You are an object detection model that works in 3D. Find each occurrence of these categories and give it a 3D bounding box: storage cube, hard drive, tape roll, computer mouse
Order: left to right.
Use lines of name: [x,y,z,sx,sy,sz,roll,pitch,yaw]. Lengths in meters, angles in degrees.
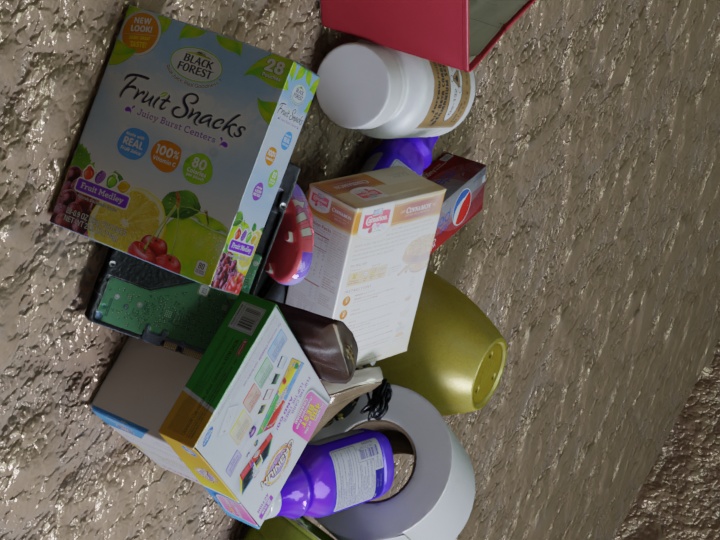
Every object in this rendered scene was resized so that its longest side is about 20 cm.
hard drive: [-0.154,-0.027,1.442,0.201,0.139,0.038,-70,-163,0]
computer mouse: [0.016,0.075,1.880,0.110,0.044,0.201,-16,100,-81]
tape roll: [0.033,0.257,1.968,0.203,0.202,0.139,-63,156,-14]
storage cube: [0.073,-0.339,1.599,0.171,0.179,0.200,-49,148,-37]

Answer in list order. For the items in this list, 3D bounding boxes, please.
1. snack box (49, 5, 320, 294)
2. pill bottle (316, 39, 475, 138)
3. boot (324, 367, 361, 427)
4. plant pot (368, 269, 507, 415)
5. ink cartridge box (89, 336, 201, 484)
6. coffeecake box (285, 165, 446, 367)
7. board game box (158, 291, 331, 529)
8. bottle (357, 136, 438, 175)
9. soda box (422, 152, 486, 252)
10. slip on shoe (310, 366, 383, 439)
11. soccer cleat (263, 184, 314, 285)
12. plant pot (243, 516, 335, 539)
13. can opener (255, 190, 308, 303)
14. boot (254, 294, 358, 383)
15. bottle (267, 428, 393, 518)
snack box: [-0.149,-0.103,1.334,0.201,0.168,0.068,-70,159,-1]
pill bottle: [0.037,-0.201,1.713,0.200,0.114,0.115,-12,120,-62]
boot: [-0.062,0.145,1.843,0.200,0.073,0.151,-65,156,-22]
plant pot: [0.109,0.114,2.084,0.200,0.142,0.201,-45,147,-41]
ink cartridge box: [-0.152,0.139,1.572,0.126,0.128,0.200,-63,155,-16]
coffeecake box: [0.000,0.000,1.694,0.153,0.073,0.201,-15,125,-49]
board game box: [-0.102,0.134,1.467,0.153,0.040,0.200,-60,153,-21]
bottle: [0.031,-0.106,1.822,0.200,0.065,0.084,-56,-174,-28]
soda box: [0.084,-0.074,1.977,0.200,0.063,0.070,-39,141,-48]
slip on shoe: [-0.066,0.159,1.714,0.076,0.199,0.061,143,-73,-83]
soccer cleat: [-0.069,-0.045,1.535,0.076,0.200,0.067,23,110,-28]
plant pot: [-0.090,0.402,1.872,0.193,0.200,0.200,-53,154,-6]
can opener: [-0.076,-0.005,1.709,0.200,0.053,0.067,-58,155,-22]
boot: [-0.094,0.031,1.517,0.064,0.200,0.187,-58,154,-24]
bottle: [-0.047,0.239,1.803,0.200,0.065,0.084,-12,99,-47]
